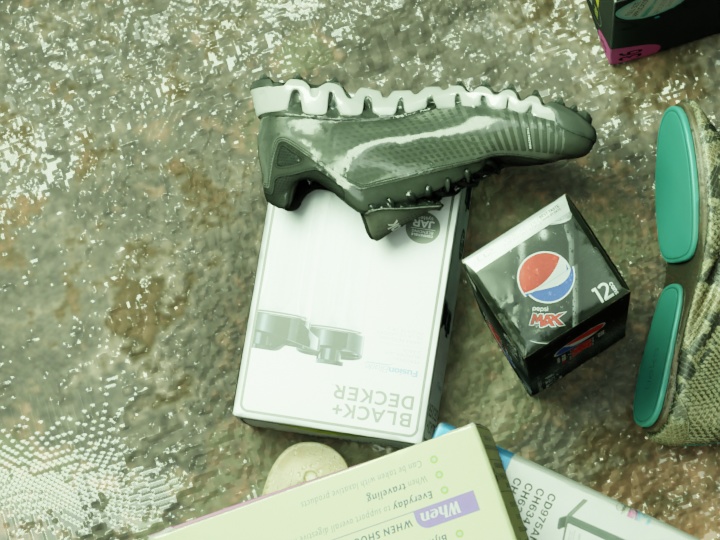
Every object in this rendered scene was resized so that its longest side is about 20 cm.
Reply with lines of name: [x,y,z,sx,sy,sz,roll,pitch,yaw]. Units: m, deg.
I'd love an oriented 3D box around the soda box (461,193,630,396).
soda box: [0.104,0.017,1.292,0.071,0.200,0.063,-33,80,0]

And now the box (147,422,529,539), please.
box: [0.013,0.199,1.181,0.175,0.097,0.201,-20,82,5]

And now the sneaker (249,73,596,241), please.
sneaker: [0.033,-0.060,1.320,0.199,0.066,0.091,4,84,10]

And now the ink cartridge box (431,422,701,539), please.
ink cartridge box: [0.109,0.194,1.293,0.200,0.145,0.148,24,85,9]

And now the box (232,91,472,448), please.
box: [0.000,0.000,1.376,0.116,0.060,0.201,9,83,7]

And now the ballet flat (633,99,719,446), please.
ballet flat: [0.204,0.003,1.361,0.075,0.068,0.201,6,87,-16]

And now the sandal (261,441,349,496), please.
sandal: [-0.043,0.203,1.344,0.077,0.070,0.212,5,82,6]

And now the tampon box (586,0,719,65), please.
tampon box: [0.219,-0.219,1.342,0.199,0.150,0.127,-18,80,3]
